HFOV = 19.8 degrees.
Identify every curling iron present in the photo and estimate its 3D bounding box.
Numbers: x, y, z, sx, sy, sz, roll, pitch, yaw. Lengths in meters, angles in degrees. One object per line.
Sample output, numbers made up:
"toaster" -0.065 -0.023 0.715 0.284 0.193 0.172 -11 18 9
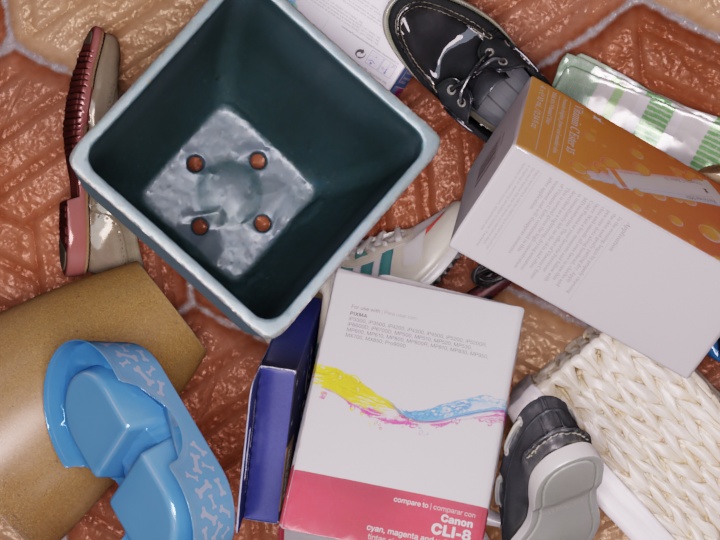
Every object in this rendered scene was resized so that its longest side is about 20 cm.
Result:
"curling iron" 0.052 0.037 1.642 0.200 0.026 0.050 -36 126 12

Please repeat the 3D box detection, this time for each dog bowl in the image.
"dog bowl" -0.158 0.136 1.489 0.200 0.049 0.112 57 135 23

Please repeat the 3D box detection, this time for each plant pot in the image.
"plant pot" -0.227 0.088 1.621 0.200 0.186 0.187 -38 89 -5
"plant pot" -0.090 -0.073 1.554 0.196 0.200 0.196 41 78 -3

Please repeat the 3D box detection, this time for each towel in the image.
"towel" 0.222 -0.065 1.617 0.200 0.023 0.153 24 98 5

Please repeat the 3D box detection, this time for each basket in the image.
"basket" 0.222 0.128 1.576 0.200 0.136 0.123 45 96 1

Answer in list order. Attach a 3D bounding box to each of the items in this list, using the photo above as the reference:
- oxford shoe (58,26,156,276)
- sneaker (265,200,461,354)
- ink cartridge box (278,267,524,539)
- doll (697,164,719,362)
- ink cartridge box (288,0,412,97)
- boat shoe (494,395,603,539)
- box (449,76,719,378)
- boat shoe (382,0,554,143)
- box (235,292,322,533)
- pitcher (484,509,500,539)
"oxford shoe" -0.200 -0.094 1.658 0.075 0.070 0.201 3 97 -15
"sneaker" 0.000 0.000 1.626 0.200 0.070 0.093 -43 94 11
"ink cartridge box" 0.029 0.123 1.500 0.144 0.145 0.201 11 69 3
"doll" 0.297 0.018 1.580 0.136 0.048 0.201 -6 99 12
"ink cartridge box" 0.013 -0.234 1.605 0.136 0.076 0.200 34 99 3
"boat shoe" 0.134 0.159 1.494 0.075 0.200 0.060 -14 59 -17
"box" 0.179 -0.032 1.493 0.200 0.124 0.098 29 119 -6
"boat shoe" 0.100 -0.136 1.556 0.074 0.066 0.199 -43 108 6
"box" -0.059 0.104 1.523 0.032 0.200 0.121 9 110 4
"pitcher" 0.074 0.222 1.609 0.200 0.121 0.172 45 103 -6
